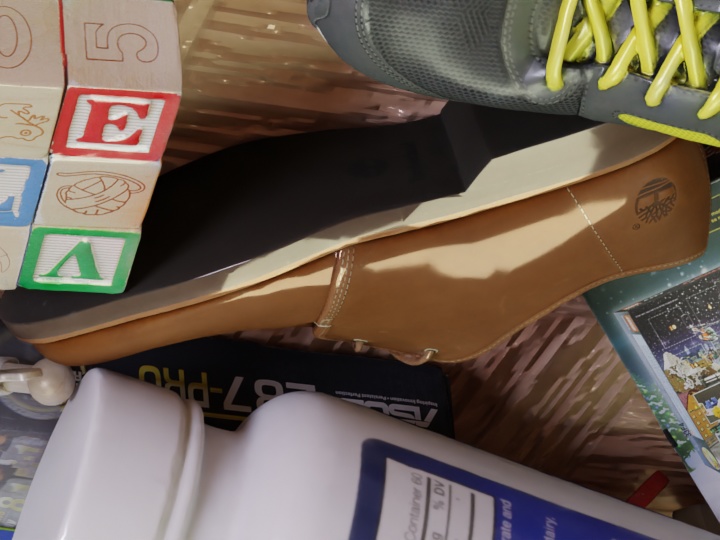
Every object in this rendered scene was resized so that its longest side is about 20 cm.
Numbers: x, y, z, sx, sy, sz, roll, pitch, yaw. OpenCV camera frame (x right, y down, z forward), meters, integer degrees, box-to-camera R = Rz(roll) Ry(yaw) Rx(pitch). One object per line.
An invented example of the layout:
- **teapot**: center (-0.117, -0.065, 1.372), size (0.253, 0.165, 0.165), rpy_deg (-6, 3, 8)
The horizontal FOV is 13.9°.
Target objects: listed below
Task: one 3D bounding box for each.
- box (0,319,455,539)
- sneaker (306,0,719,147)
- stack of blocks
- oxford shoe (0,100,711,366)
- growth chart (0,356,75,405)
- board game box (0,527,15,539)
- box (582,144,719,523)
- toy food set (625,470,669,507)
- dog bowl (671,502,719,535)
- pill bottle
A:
- **box**: center (-0.079, 0.089, 0.957), size (0.160, 0.049, 0.200), rpy_deg (10, 144, -21)
- **sneaker**: center (0.086, -0.065, 0.710), size (0.199, 0.085, 0.075), rpy_deg (0, 115, -22)
- **stack of blocks**: center (-0.153, -0.038, 0.740), size (0.199, 0.059, 0.115), rpy_deg (2, 146, -15)
- **oxford shoe**: center (0.000, 0.000, 0.801), size (0.199, 0.071, 0.072), rpy_deg (-14, 121, 10)
- **growth chart**: center (-0.177, 0.027, 0.770), size (0.144, 0.018, 0.200), rpy_deg (5, -177, 29)
- **board game box**: center (-0.135, 0.149, 0.955), size (0.134, 0.045, 0.200), rpy_deg (11, 145, -22)
- **box**: center (0.174, 0.004, 0.827), size (0.199, 0.038, 0.137), rpy_deg (-25, 107, 24)
- **toy food set**: center (0.023, 0.137, 0.994), size (0.198, 0.049, 0.200), rpy_deg (-44, 160, 27)
- **dog bowl**: center (0.178, 0.155, 0.987), size (0.058, 0.201, 0.200), rpy_deg (-30, 143, 8)
- **pill bottle**: center (0.002, 0.102, 0.833), size (0.199, 0.120, 0.120), rpy_deg (21, 140, -12)
